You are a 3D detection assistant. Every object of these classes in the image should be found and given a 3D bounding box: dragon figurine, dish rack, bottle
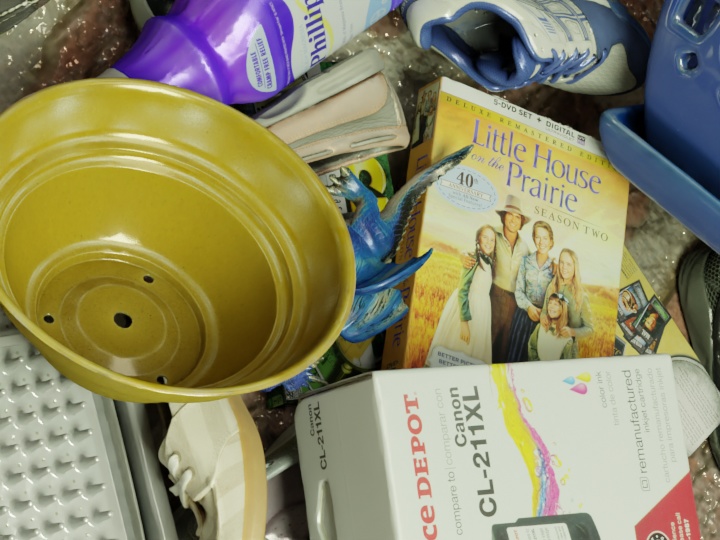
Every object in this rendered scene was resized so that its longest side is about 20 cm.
[{"bbox_3d":[0.000,0.000,1.235,0.200,0.059,0.099,-22,59,-34],"label":"dragon figurine"},{"bbox_3d":[-0.189,0.088,1.140,0.172,0.044,0.200,-10,82,-38],"label":"dish rack"},{"bbox_3d":[-0.059,-0.137,1.235,0.200,0.065,0.084,-37,142,-23],"label":"bottle"}]

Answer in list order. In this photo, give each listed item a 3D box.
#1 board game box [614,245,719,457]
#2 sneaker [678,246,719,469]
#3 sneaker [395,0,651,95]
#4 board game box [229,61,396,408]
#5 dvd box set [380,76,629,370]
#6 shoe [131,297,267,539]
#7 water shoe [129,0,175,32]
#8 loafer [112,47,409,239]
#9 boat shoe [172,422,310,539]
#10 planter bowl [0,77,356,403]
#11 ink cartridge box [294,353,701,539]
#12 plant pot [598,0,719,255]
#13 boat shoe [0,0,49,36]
[{"bbox_3d":[0.131,0.046,1.385,0.135,0.035,0.200,-40,101,-36],"label":"board game box"},{"bbox_3d":[0.276,0.072,1.432,0.076,0.114,0.200,-9,84,-35],"label":"sneaker"},{"bbox_3d":[0.097,-0.134,1.350,0.200,0.075,0.088,19,43,-31],"label":"sneaker"},{"bbox_3d":[-0.023,-0.024,1.305,0.105,0.023,0.200,-5,79,-38],"label":"board game box"},{"bbox_3d":[0.089,0.001,1.325,0.146,0.029,0.200,21,64,-26],"label":"dvd box set"},{"bbox_3d":[-0.086,0.084,1.173,0.053,0.070,0.200,-1,48,-13],"label":"shoe"},{"bbox_3d":[-0.070,-0.211,1.289,0.071,0.079,0.200,34,60,-23],"label":"water shoe"},{"bbox_3d":[-0.057,-0.054,1.240,0.200,0.072,0.063,-32,96,-23],"label":"loafer"},{"bbox_3d":[-0.043,0.137,1.216,0.202,0.065,0.074,-39,100,-36],"label":"boat shoe"},{"bbox_3d":[-0.110,0.004,1.125,0.200,0.083,0.201,14,48,-15],"label":"planter bowl"},{"bbox_3d":[0.077,0.126,1.211,0.200,0.083,0.146,-2,79,-33],"label":"ink cartridge box"},{"bbox_3d":[0.273,-0.096,1.345,0.200,0.180,0.200,42,26,21],"label":"plant pot"},{"bbox_3d":[-0.173,-0.185,1.217,0.201,0.066,0.072,-41,101,-36],"label":"boat shoe"}]
